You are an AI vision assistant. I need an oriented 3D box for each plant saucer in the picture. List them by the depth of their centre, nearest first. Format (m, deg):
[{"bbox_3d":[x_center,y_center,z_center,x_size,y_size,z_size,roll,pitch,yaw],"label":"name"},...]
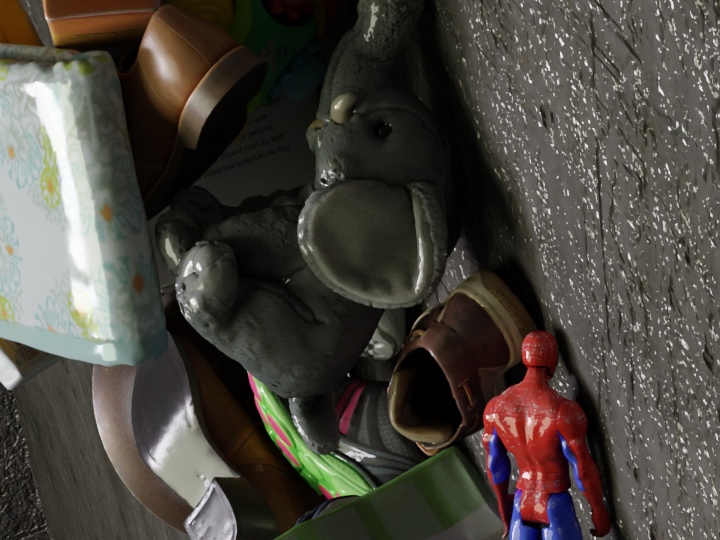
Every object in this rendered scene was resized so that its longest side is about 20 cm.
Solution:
[{"bbox_3d":[-0.086,0.085,1.845,0.032,0.199,0.201,-25,84,57],"label":"plant saucer"}]

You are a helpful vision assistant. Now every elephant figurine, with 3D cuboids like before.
[{"bbox_3d":[-0.001,-0.032,1.456,0.155,0.199,0.142,40,-156,-43],"label":"elephant figurine"}]

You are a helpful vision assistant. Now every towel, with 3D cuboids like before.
[{"bbox_3d":[0.048,0.203,1.489,0.200,0.149,0.031,56,157,24],"label":"towel"},{"bbox_3d":[-0.186,-0.040,1.517,0.199,0.048,0.172,9,117,50],"label":"towel"}]

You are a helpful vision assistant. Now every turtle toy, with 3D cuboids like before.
[{"bbox_3d":[-0.065,-0.176,1.566,0.146,0.100,0.201,-103,7,-48],"label":"turtle toy"}]

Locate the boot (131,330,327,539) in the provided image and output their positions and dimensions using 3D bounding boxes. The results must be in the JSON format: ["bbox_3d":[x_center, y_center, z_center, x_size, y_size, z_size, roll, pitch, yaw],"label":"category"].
[{"bbox_3d":[-0.042,0.125,1.792,0.069,0.199,0.189,-55,48,24],"label":"boot"}]

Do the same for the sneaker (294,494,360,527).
[{"bbox_3d":[-0.052,0.209,1.578,0.077,0.202,0.146,49,156,7],"label":"sneaker"}]

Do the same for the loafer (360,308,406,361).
[{"bbox_3d":[0.000,0.000,1.661,0.200,0.069,0.070,87,-161,-68],"label":"loafer"}]

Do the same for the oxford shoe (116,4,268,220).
[{"bbox_3d":[-0.107,-0.087,1.498,0.071,0.071,0.200,42,150,6],"label":"oxford shoe"}]

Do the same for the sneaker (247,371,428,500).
[{"bbox_3d":[-0.002,0.101,1.706,0.200,0.084,0.077,45,163,27],"label":"sneaker"}]

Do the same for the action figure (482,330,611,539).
[{"bbox_3d":[0.097,0.130,1.426,0.065,0.052,0.201,6,106,32],"label":"action figure"}]

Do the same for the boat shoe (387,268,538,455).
[{"bbox_3d":[0.042,0.063,1.506,0.072,0.072,0.200,50,161,6],"label":"boat shoe"}]

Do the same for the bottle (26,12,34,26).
[{"bbox_3d":[-0.207,-0.087,1.705,0.084,0.065,0.200,78,165,-51],"label":"bottle"}]

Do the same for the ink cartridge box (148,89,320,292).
[{"bbox_3d":[-0.105,-0.107,1.731,0.084,0.144,0.201,-143,36,-67],"label":"ink cartridge box"}]

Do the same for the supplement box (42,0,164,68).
[{"bbox_3d":[-0.142,-0.141,1.542,0.200,0.068,0.067,88,175,-76],"label":"supplement box"}]

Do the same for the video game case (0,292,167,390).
[{"bbox_3d":[-0.223,-0.031,1.751,0.182,0.200,0.023,50,124,4],"label":"video game case"}]

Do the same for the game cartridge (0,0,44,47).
[{"bbox_3d":[-0.213,-0.071,1.610,0.201,0.032,0.176,64,150,8],"label":"game cartridge"}]
